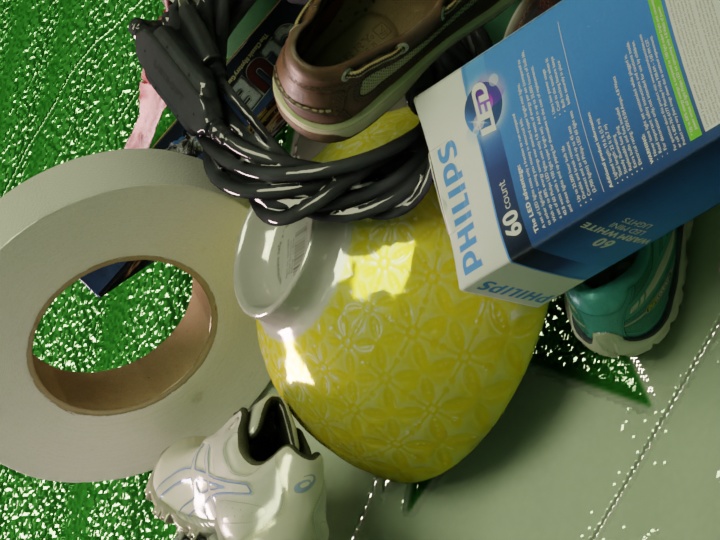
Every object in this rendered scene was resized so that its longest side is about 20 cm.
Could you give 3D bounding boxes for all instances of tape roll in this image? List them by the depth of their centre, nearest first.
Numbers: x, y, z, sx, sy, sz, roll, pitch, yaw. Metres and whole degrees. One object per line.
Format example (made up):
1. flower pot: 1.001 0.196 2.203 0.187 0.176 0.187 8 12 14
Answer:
1. tape roll: -0.132 0.027 1.509 0.203 0.202 0.037 -50 41 16

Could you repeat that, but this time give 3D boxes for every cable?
1. cable: -0.013 -0.096 1.403 0.200 0.162 0.051 49 152 37

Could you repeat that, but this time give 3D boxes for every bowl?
1. bowl: 0.000 0.000 1.425 0.200 0.107 0.201 -36 46 47

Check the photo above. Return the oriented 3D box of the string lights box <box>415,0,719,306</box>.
1. string lights box: 0.121 -0.074 1.258 0.200 0.059 0.103 -31 61 37

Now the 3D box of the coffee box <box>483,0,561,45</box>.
1. coffee box: 0.089 -0.182 1.498 0.123 0.044 0.200 -55 42 11

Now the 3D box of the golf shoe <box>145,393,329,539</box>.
1. golf shoe: -0.053 0.107 1.451 0.200 0.078 0.098 -142 67 -67

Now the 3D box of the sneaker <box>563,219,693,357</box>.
1. sneaker: 0.130 -0.059 1.363 0.077 0.080 0.201 -3 71 18

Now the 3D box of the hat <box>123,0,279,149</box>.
1. hat: -0.071 -0.126 1.599 0.200 0.164 0.177 -104 12 -79

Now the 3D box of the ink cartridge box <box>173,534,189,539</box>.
1. ink cartridge box: -0.120 0.202 1.441 0.042 0.200 0.120 34 99 5

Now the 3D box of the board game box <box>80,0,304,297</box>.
1. board game box: -0.073 -0.079 1.558 0.035 0.135 0.200 44 110 2

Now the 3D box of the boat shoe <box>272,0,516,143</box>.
1. boat shoe: 0.036 -0.148 1.328 0.075 0.075 0.203 34 74 16
